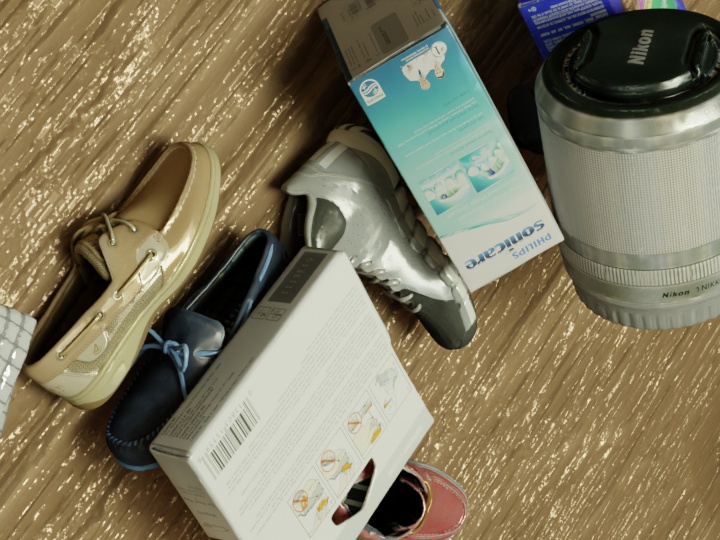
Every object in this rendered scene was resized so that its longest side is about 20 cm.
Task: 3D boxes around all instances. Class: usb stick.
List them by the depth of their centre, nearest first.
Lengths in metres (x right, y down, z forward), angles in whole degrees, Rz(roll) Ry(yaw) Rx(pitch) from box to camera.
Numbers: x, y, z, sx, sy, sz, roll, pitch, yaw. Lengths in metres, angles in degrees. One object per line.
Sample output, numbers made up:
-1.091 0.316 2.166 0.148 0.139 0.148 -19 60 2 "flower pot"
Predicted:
0.165 -0.111 1.529 0.200 0.032 0.056 7 65 -65 "usb stick"

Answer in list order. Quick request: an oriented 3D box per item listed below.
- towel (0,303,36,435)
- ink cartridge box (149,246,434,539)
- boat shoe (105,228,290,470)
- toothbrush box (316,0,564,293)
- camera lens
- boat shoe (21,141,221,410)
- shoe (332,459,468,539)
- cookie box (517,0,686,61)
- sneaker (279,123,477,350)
-0.310 0.091 1.177 0.165 0.085 0.201 29 76 -41 "towel"
-0.042 0.113 1.343 0.200 0.043 0.174 -53 132 -31 "ink cartridge box"
-0.120 0.048 1.337 0.201 0.084 0.069 -58 147 -35 "boat shoe"
0.059 -0.109 1.404 0.085 0.147 0.201 -30 121 6 "toothbrush box"
0.216 -0.079 1.404 0.160 0.159 0.201 -37 133 -30 "camera lens"
-0.161 -0.006 1.293 0.064 0.071 0.201 35 75 -38 "boat shoe"
0.029 0.182 1.468 0.199 0.091 0.072 18 85 -40 "shoe"
0.209 -0.187 1.533 0.201 0.075 0.172 59 31 -31 "cookie box"
0.000 0.000 1.438 0.115 0.075 0.201 -40 110 -23 "sneaker"
